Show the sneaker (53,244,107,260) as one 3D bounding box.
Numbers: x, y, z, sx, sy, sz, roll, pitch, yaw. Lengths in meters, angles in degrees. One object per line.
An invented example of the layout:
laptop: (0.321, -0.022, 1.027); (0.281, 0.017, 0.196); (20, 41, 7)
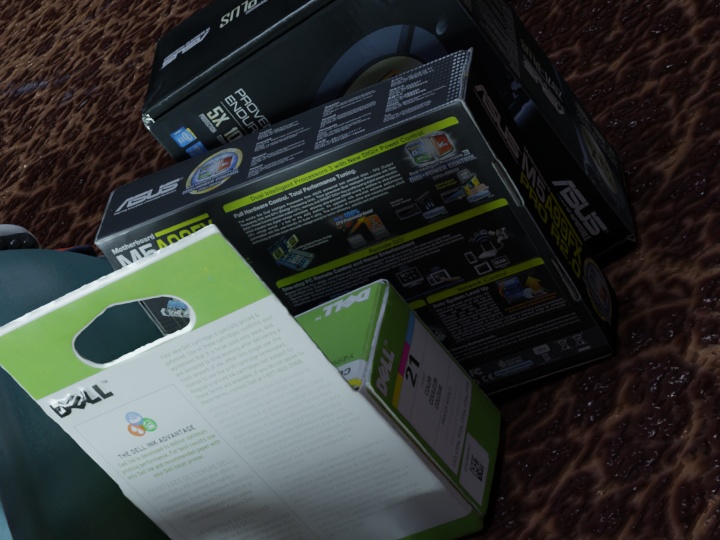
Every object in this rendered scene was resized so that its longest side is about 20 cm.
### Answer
sneaker: (-0.172, 0.037, 1.229); (0.084, 0.075, 0.200); (-27, 34, -8)

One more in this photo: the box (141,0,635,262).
box: (0.016, -0.066, 0.991); (0.163, 0.200, 0.086); (-30, 28, 19)

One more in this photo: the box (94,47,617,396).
box: (0.000, 0.000, 0.939); (0.199, 0.161, 0.044); (-20, 32, 24)

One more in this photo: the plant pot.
plant pot: (-0.144, 0.073, 1.034); (0.134, 0.201, 0.200); (-19, 22, -17)

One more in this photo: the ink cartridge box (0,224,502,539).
ink cartridge box: (-0.050, 0.051, 0.905); (0.147, 0.200, 0.076); (-23, 32, 30)

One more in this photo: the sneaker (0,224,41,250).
sneaker: (-0.313, 0.023, 1.432); (0.200, 0.075, 0.081); (-33, 19, 14)
